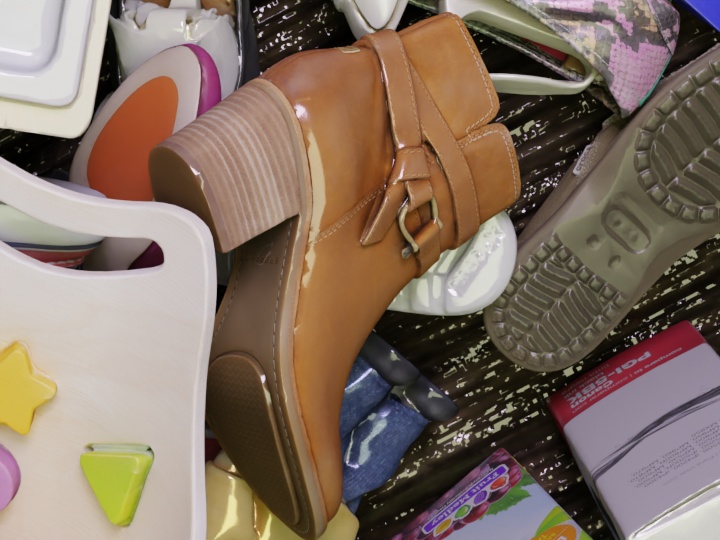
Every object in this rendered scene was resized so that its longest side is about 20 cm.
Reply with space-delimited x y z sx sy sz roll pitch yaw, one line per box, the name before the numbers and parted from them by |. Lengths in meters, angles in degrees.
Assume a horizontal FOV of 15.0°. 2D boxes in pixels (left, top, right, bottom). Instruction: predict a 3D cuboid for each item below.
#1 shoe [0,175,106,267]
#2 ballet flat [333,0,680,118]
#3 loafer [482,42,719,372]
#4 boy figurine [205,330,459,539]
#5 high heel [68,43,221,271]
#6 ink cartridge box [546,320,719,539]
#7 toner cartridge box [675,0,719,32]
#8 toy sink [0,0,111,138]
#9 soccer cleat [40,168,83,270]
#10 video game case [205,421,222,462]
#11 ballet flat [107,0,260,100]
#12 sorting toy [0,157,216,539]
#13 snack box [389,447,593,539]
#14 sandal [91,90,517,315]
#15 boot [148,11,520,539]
shoe | -0.202 0.009 1.137 0.199 0.071 0.092 1 101 3
ballet flat | 0.040 -0.120 1.185 0.199 0.069 0.072 22 78 -3
loafer | 0.130 -0.040 1.227 0.200 0.067 0.076 -40 106 4
boy figurine | -0.039 0.118 1.223 0.200 0.064 0.124 -52 140 -2
high heel | -0.080 -0.012 1.182 0.096 0.067 0.201 -6 132 -43
ink cartridge box | 0.162 0.124 1.201 0.083 0.200 0.147 -28 104 1
toner cartridge box | 0.117 -0.195 1.166 0.200 0.043 0.095 36 94 -34
toy sink | -0.154 -0.131 1.110 0.111 0.200 0.131 8 102 -7
soccer cleat | -0.178 0.039 1.225 0.200 0.068 0.073 -45 127 2
video game case | -0.104 0.166 1.278 0.142 0.017 0.201 6 102 -7
ballet flat | -0.081 -0.123 1.167 0.068 0.068 0.202 -3 91 11
sorting toy | -0.139 0.047 1.075 0.199 0.107 0.181 19 102 -2
snack box | 0.020 0.178 1.218 0.200 0.142 0.053 -40 110 -2
sandal | -0.028 -0.025 1.219 0.202 0.050 0.083 21 94 10
boot | 0.000 0.000 1.147 0.155 0.077 0.201 -28 113 -30
